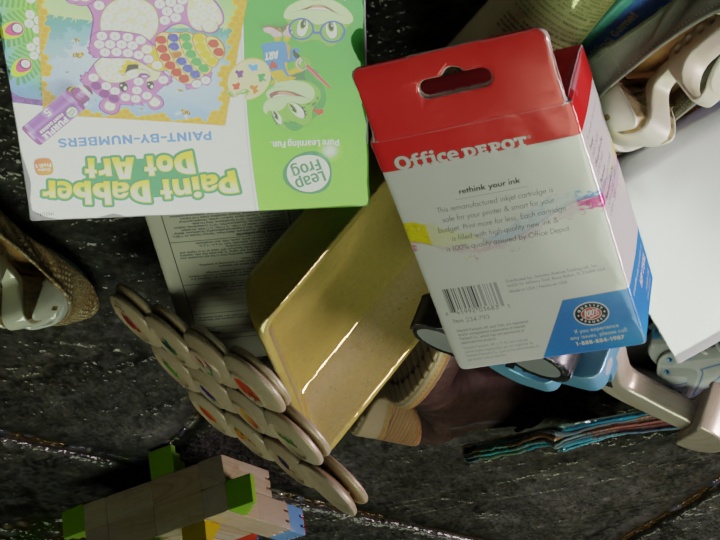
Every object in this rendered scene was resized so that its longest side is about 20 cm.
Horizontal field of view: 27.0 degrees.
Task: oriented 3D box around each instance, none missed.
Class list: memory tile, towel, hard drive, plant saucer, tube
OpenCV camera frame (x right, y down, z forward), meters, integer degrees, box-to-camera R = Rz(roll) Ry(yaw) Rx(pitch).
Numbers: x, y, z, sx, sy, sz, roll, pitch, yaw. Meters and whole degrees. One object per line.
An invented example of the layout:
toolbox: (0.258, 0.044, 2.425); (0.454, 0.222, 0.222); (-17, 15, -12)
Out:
memory tile: (-0.084, 0.085, 0.995); (0.199, 0.017, 0.154); (22, 153, 50)
towel: (0.179, 0.130, 1.193); (0.145, 0.022, 0.200); (-7, 171, -18)
hard drive: (0.245, -0.047, 0.888); (0.199, 0.026, 0.132); (-30, 109, 11)
plant saucer: (0.000, 0.000, 0.971); (0.048, 0.200, 0.200); (32, 160, 24)
tube: (0.094, -0.137, 0.841); (0.052, 0.058, 0.200); (-19, 154, -53)

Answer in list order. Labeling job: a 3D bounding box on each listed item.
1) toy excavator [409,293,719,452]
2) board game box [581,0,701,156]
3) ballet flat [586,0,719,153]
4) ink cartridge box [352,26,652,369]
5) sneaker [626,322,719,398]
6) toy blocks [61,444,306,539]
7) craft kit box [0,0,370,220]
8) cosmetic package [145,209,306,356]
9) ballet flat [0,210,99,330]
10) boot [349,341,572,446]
toy excavator: (0.151, 0.049, 1.008); (0.193, 0.101, 0.200); (14, 161, 25)
board game box: (0.199, -0.113, 0.919); (0.199, 0.045, 0.152); (17, 140, -26)
ballet flat: (0.169, -0.106, 0.831); (0.067, 0.064, 0.200); (21, 138, -30)
ink cartridge box: (0.083, -0.049, 0.837); (0.115, 0.067, 0.201); (-9, 121, 22)
sneaker: (0.263, 0.056, 1.115); (0.086, 0.076, 0.200); (16, 153, -22)
toy blocks: (-0.144, 0.223, 1.333); (0.199, 0.101, 0.137); (-22, 153, 22)
craft kit box: (-0.094, -0.124, 0.818); (0.198, 0.049, 0.199); (-3, 126, -2)
cosmetic package: (-0.080, -0.025, 0.991); (0.104, 0.072, 0.201); (-5, 145, 0)
ballet flat: (-0.246, 0.002, 1.017); (0.070, 0.066, 0.200); (-19, 143, 20)
boot: (0.090, 0.080, 1.164); (0.165, 0.073, 0.200); (-2, 155, -20)
